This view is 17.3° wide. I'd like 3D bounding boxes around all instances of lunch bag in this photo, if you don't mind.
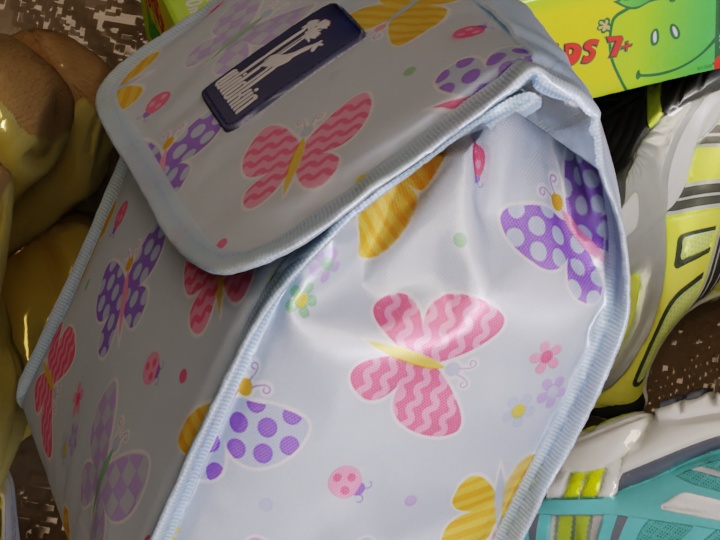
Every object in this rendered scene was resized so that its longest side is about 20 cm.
[{"bbox_3d":[-0.013,0.003,0.677,0.127,0.170,0.200,19,110,-24],"label":"lunch bag"}]

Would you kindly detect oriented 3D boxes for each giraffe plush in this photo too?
[{"bbox_3d":[-0.182,0.009,0.784,0.162,0.173,0.200,12,102,11],"label":"giraffe plush"}]

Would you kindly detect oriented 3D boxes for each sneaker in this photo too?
[{"bbox_3d":[0.071,0.092,0.735,0.200,0.077,0.080,-21,69,30],"label":"sneaker"},{"bbox_3d":[0.113,-0.035,0.846,0.200,0.075,0.076,-49,119,-17],"label":"sneaker"}]

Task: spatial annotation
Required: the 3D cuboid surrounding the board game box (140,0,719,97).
[{"bbox_3d":[0.032,-0.095,0.805,0.200,0.048,0.102,-15,39,-10],"label":"board game box"}]
